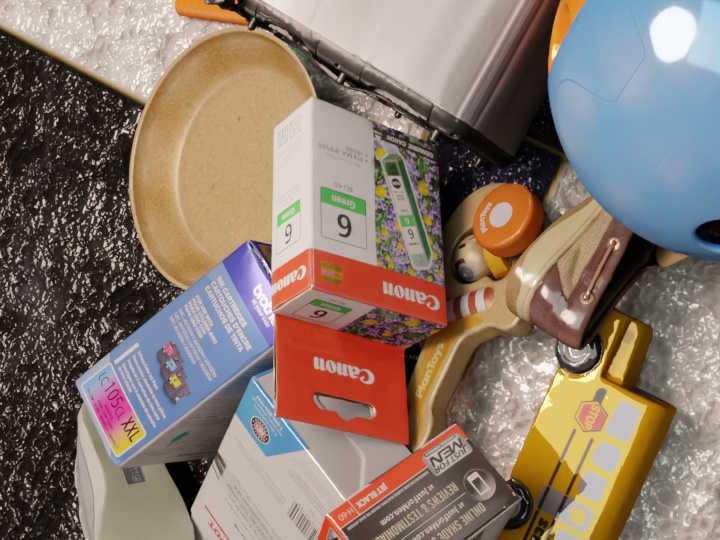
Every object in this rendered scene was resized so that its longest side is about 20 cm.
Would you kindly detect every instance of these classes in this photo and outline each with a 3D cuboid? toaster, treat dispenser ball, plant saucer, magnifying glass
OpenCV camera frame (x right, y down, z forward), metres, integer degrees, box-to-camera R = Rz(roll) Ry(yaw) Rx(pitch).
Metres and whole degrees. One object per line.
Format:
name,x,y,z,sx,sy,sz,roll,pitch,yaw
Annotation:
toaster,0.030,-0.162,0.758,0.180,0.200,0.119,32,98,15
treat dispenser ball,0.196,-0.105,0.605,0.199,0.201,0.203,-3,82,24
plant saucer,-0.096,-0.080,0.889,0.199,0.035,0.202,-6,81,37
magnifying glass,-0.058,-0.198,0.912,0.198,0.022,0.080,14,90,24

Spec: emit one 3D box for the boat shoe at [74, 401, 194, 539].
boat shoe,-0.170,0.182,0.868,0.202,0.069,0.072,-115,32,-42

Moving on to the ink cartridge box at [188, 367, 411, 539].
ink cartridge box,-0.047,0.165,0.806,0.116,0.068,0.201,49,136,22

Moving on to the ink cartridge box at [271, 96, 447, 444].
ink cartridge box,0.000,0.000,0.749,0.050,0.108,0.202,-31,51,46

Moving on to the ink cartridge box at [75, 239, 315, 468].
ink cartridge box,-0.079,0.052,0.824,0.199,0.136,0.077,-36,73,16

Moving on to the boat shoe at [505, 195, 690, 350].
boat shoe,0.179,-0.030,0.720,0.200,0.072,0.072,-41,53,-15

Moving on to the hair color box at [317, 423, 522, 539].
hair color box,0.020,0.185,0.719,0.101,0.201,0.061,-29,65,-28

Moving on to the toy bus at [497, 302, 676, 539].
toy bus,0.140,0.125,0.751,0.078,0.065,0.202,25,94,25

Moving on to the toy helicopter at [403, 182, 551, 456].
toy helicopter,0.059,0.033,0.792,0.132,0.079,0.201,16,78,48
